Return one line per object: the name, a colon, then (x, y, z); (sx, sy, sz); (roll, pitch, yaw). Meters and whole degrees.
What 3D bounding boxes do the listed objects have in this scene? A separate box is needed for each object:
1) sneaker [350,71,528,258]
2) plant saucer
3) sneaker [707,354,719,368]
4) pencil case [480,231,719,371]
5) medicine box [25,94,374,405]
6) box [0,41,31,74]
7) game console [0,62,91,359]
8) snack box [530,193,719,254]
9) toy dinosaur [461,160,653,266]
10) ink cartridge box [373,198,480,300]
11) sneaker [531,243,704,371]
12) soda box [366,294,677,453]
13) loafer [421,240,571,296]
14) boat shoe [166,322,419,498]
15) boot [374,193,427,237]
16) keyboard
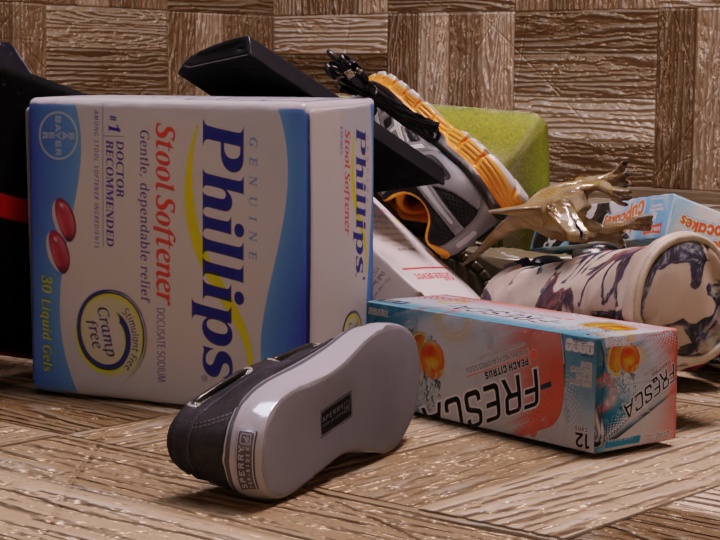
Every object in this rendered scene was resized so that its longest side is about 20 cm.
sneaker: (0.039, -0.079, 1.305); (0.078, 0.077, 0.200); (42, 1, -39)
plant saucer: (0.057, -0.041, 1.475); (0.198, 0.201, 0.048); (7, 40, 17)
sneaker: (0.248, 0.038, 1.262); (0.079, 0.075, 0.200); (14, 5, -24)
pencil case: (0.150, 0.023, 1.095); (0.089, 0.078, 0.200); (-45, 14, -23)
medicine box: (-0.097, -0.015, 1.104); (0.198, 0.185, 0.103); (3, 7, 26)
box: (-0.321, -0.043, 1.192); (0.199, 0.124, 0.199); (-47, -21, 29)
game console: (-0.208, -0.030, 1.154); (0.031, 0.179, 0.200); (10, -2, 25)
snack box: (0.228, -0.018, 1.364); (0.115, 0.038, 0.200); (18, -9, -21)
toy dinosaur: (0.130, -0.040, 1.188); (0.100, 0.059, 0.200); (-4, -3, -13)
ink cartridge box: (0.000, 0.000, 1.224); (0.200, 0.068, 0.117); (43, 15, 16)
sneaker: (0.170, 0.026, 1.218); (0.076, 0.085, 0.199); (-4, 7, -33)
soda box: (0.088, 0.056, 1.028); (0.068, 0.064, 0.199); (-4, 7, -38)
loafer: (0.093, 0.016, 1.382); (0.197, 0.077, 0.067); (5, 1, -6)
boat shoe: (-0.032, 0.069, 0.908); (0.066, 0.071, 0.200); (5, 15, 24)
boot: (-0.057, -0.040, 1.344); (0.185, 0.065, 0.199); (21, 32, 38)
keyboard: (-0.013, -0.101, 1.156); (0.126, 0.021, 0.199); (-5, -24, 41)
